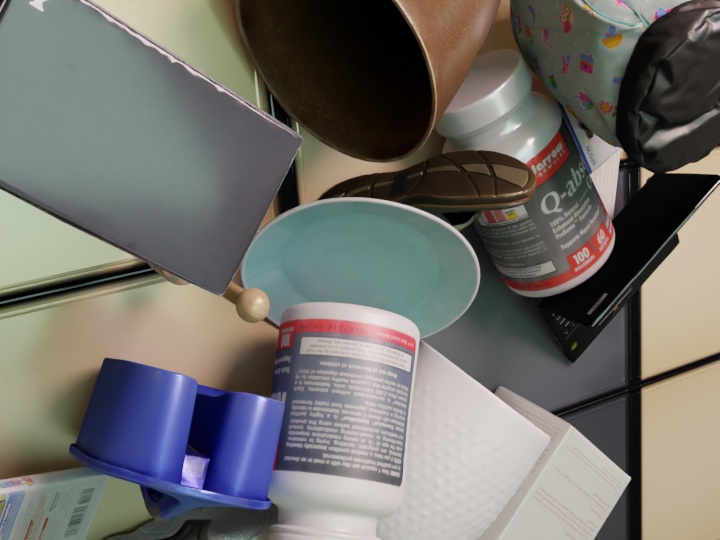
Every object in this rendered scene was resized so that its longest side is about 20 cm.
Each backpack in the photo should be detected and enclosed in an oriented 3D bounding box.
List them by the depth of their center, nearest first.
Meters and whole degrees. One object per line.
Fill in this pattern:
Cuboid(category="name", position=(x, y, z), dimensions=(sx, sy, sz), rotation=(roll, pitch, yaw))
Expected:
Cuboid(category="backpack", position=(0.209, -0.194, 0.789), dimensions=(0.125, 0.201, 0.168), rotation=(-16, 140, -17))

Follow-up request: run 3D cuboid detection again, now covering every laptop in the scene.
Cuboid(category="laptop", position=(0.265, 0.007, 0.937), dimensions=(0.177, 0.103, 0.200), rotation=(-46, 140, -4))

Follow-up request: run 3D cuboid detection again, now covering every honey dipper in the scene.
Cuboid(category="honey dipper", position=(-0.113, 0.005, 0.710), dimensions=(0.037, 0.199, 0.039), rotation=(-7, 105, -26))

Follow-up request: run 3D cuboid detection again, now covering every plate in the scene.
Cuboid(category="plate", position=(0.000, 0.000, 0.810), dimensions=(0.199, 0.199, 0.026), rotation=(31, 44, -31))

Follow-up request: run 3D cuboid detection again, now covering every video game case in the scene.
Cuboid(category="video game case", position=(-0.282, 0.218, 0.710), dimensions=(0.199, 0.018, 0.145), rotation=(5, 110, -59))

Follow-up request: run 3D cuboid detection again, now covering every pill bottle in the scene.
Cuboid(category="pill bottle", position=(-0.019, 0.137, 0.782), dimensions=(0.118, 0.119, 0.204), rotation=(17, 71, -31))
Cuboid(category="pill bottle", position=(0.142, -0.085, 0.881), dimensions=(0.116, 0.115, 0.201), rotation=(-41, 118, -14))

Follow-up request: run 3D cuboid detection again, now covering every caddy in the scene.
Cuboid(category="caddy", position=(-0.139, 0.133, 0.735), dimensions=(0.139, 0.199, 0.107), rotation=(19, 79, -22))

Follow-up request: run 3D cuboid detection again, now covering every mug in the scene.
Cuboid(category="mug", position=(0.042, 0.163, 0.884), dimensions=(0.199, 0.148, 0.176), rotation=(36, 88, 0))

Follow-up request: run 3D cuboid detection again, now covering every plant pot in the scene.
Cuboid(category="plant pot", position=(0.034, -0.222, 0.766), dimensions=(0.200, 0.185, 0.188), rotation=(-48, 121, -29))

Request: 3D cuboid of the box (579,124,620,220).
Cuboid(category="box", position=(0.230, -0.124, 0.966), dimensions=(0.041, 0.039, 0.204), rotation=(-5, 105, -30))

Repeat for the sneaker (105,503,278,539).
Cuboid(category="sneaker", position=(-0.137, 0.267, 0.838), dimensions=(0.197, 0.075, 0.116), rotation=(-15, 110, -19))

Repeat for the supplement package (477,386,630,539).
Cuboid(category="supplement package", position=(0.147, 0.241, 0.963), dimensions=(0.117, 0.117, 0.201), rotation=(40, 81, -32))

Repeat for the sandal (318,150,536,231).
Cuboid(category="sandal", position=(0.052, -0.051, 0.810), dimensions=(0.082, 0.197, 0.055), rotation=(-68, 140, -52))

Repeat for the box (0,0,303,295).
Cuboid(category="box", position=(-0.177, -0.095, 0.651), dimensions=(0.198, 0.198, 0.125), rotation=(29, 88, -31))

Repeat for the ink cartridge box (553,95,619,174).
Cuboid(category="ink cartridge box", position=(0.254, -0.187, 0.919), dimensions=(0.200, 0.037, 0.095), rotation=(-41, 116, -19))
